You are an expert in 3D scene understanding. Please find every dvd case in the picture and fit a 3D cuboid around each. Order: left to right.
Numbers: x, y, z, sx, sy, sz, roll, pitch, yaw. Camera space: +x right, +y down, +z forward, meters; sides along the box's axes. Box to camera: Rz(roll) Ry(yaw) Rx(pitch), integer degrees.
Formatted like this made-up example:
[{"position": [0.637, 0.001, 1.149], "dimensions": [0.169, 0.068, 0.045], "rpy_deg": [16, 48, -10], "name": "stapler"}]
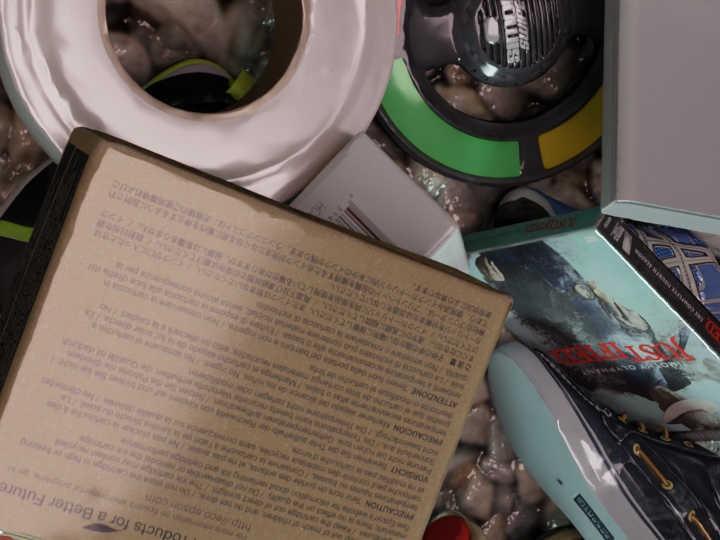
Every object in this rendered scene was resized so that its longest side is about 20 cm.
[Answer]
[{"position": [0.158, 0.040, 0.905], "dimensions": [0.200, 0.146, 0.022], "rpy_deg": [42, 62, -24], "name": "dvd case"}]

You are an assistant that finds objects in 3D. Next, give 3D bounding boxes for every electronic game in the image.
[{"position": [0.088, -0.148, 0.878], "dimensions": [0.199, 0.042, 0.201], "rpy_deg": [-5, 108, -15], "name": "electronic game"}]

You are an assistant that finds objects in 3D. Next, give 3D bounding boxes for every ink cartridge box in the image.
[{"position": [-0.056, 0.050, 0.643], "dimensions": [0.199, 0.075, 0.166], "rpy_deg": [21, 93, -23], "name": "ink cartridge box"}]

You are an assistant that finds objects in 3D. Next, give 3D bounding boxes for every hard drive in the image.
[{"position": [0.201, -0.120, 0.840], "dimensions": [0.131, 0.027, 0.201], "rpy_deg": [9, 73, -15], "name": "hard drive"}]

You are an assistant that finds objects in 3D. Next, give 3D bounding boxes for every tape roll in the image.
[{"position": [-0.084, -0.128, 0.749], "dimensions": [0.201, 0.071, 0.204], "rpy_deg": [-1, 94, -16], "name": "tape roll"}]

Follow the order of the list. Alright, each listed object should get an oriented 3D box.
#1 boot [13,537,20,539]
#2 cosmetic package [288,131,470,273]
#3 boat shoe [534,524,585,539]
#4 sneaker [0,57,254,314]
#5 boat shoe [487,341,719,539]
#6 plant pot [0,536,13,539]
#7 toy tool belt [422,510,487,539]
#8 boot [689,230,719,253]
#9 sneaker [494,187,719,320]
[{"position": [-0.113, 0.066, 0.693], "dimensions": [0.146, 0.070, 0.201], "rpy_deg": [-33, 115, -22], "name": "boot"}, {"position": [0.000, 0.000, 0.807], "dimensions": [0.101, 0.200, 0.071], "rpy_deg": [-45, 81, -1], "name": "cosmetic package"}, {"position": [0.091, 0.248, 0.956], "dimensions": [0.200, 0.074, 0.076], "rpy_deg": [-43, 112, -4], "name": "boat shoe"}, {"position": [-0.138, -0.043, 0.818], "dimensions": [0.072, 0.083, 0.200], "rpy_deg": [41, 92, -22], "name": "sneaker"}, {"position": [0.166, 0.119, 0.944], "dimensions": [0.091, 0.071, 0.201], "rpy_deg": [-29, 79, -26], "name": "boat shoe"}, {"position": [-0.176, 0.122, 0.807], "dimensions": [0.194, 0.201, 0.202], "rpy_deg": [-27, 112, -16], "name": "plant pot"}, {"position": [-0.020, 0.184, 0.902], "dimensions": [0.199, 0.125, 0.123], "rpy_deg": [-29, 120, -7], "name": "toy tool belt"}, {"position": [0.262, -0.101, 0.926], "dimensions": [0.095, 0.073, 0.201], "rpy_deg": [36, 84, -33], "name": "boot"}, {"position": [0.170, -0.001, 0.940], "dimensions": [0.199, 0.076, 0.077], "rpy_deg": [32, 69, -20], "name": "sneaker"}]
